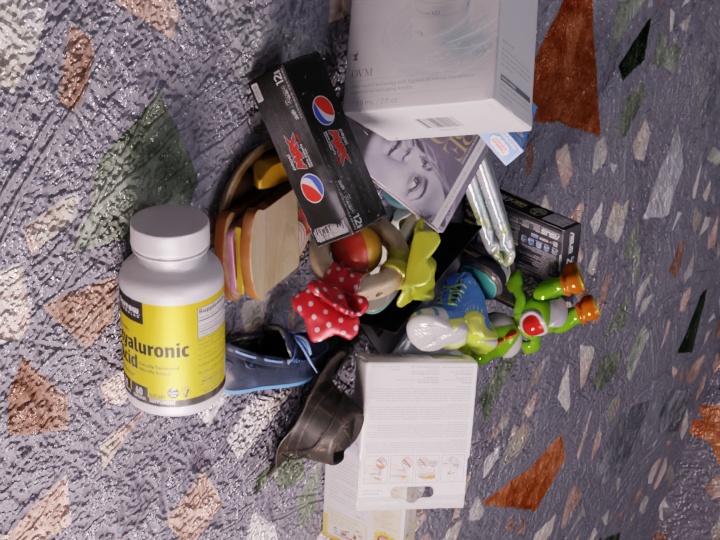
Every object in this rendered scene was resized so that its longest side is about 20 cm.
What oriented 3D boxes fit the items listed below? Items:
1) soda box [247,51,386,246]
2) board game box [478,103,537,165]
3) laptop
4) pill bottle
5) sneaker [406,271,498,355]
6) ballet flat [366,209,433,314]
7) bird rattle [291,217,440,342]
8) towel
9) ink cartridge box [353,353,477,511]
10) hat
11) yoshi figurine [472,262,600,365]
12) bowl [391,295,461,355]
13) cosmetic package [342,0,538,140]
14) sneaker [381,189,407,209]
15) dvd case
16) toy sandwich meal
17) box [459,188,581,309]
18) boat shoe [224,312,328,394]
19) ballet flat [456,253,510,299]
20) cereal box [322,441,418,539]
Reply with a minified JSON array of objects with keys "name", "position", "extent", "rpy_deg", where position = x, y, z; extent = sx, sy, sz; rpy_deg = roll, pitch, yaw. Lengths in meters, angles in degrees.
[{"name":"soda box","position":[-0.048,-0.135,1.381],"extent":[0.070,0.063,0.203],"rpy_deg":[-29,99,-47]},{"name":"board game box","position":[0.165,-0.233,1.621],"extent":[0.036,0.151,0.200],"rpy_deg":[-39,-171,24]},{"name":"laptop","position":[0.096,0.037,1.715],"extent":[0.188,0.115,0.201],"rpy_deg":[-49,145,-12]},{"name":"pill bottle","position":[-0.196,0.040,1.288],"extent":[0.111,0.110,0.203],"rpy_deg":[-29,129,-47]},{"name":"sneaker","position":[0.114,0.051,1.636],"extent":[0.199,0.075,0.107],"rpy_deg":[22,54,-58]},{"name":"ballet flat","position":[0.043,-0.031,1.673],"extent":[0.201,0.066,0.064],"rpy_deg":[-57,146,-34]},{"name":"bird rattle","position":[0.000,0.000,1.539],"extent":[0.197,0.164,0.114],"rpy_deg":[-22,143,-12]},{"name":"towel","position":[0.162,-0.126,1.707],"extent":[0.172,0.047,0.202],"rpy_deg":[-88,158,-64]},{"name":"ink cartridge box","position":[0.069,0.213,1.642],"extent":[0.158,0.050,0.204],"rpy_deg":[2,100,-17]},{"name":"hat","position":[-0.042,0.200,1.584],"extent":[0.203,0.080,0.201],"rpy_deg":[-60,175,-9]},{"name":"yoshi figurine","position":[0.238,0.067,1.771],"extent":[0.198,0.114,0.112],"rpy_deg":[-28,149,11]},{"name":"bowl","position":[0.088,0.142,1.740],"extent":[0.202,0.090,0.201],"rpy_deg":[-55,171,-12]},{"name":"cosmetic package","position":[0.096,-0.271,1.446],"extent":[0.122,0.196,0.204],"rpy_deg":[21,71,-58]},{"name":"sneaker","position":[0.076,-0.174,1.647],"extent":[0.130,0.078,0.204],"rpy_deg":[26,75,-73]},{"name":"dvd case","position":[0.061,-0.166,1.549],"extent":[0.199,0.016,0.150],"rpy_deg":[37,71,-15]},{"name":"toy sandwich meal","position":[-0.096,-0.057,1.431],"extent":[0.204,0.069,0.208],"rpy_deg":[-34,134,-45]},{"name":"box","position":[0.234,-0.025,1.845],"extent":[0.049,0.199,0.164],"rpy_deg":[-20,123,-38]},{"name":"boat shoe","position":[-0.100,0.101,1.498],"extent":[0.199,0.084,0.070],"rpy_deg":[-17,133,-56]},{"name":"ballet flat","position":[0.172,0.008,1.748],"extent":[0.074,0.072,0.200],"rpy_deg":[-59,-178,-17]},{"name":"cereal box","position":[0.014,0.310,1.739],"extent":[0.039,0.142,0.203],"rpy_deg":[-27,130,-48]}]
